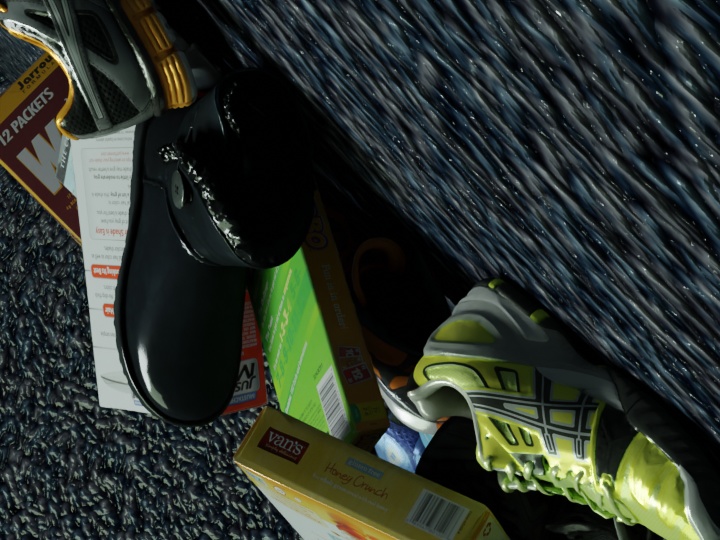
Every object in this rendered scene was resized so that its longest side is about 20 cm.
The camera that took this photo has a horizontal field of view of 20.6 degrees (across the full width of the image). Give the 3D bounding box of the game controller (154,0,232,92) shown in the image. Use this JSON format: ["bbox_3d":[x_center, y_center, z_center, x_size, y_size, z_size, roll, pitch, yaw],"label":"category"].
[{"bbox_3d":[-0.150,-0.177,1.145,0.200,0.042,0.104,44,-171,19],"label":"game controller"}]

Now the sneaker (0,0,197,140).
[{"bbox_3d":[-0.164,-0.159,1.035,0.201,0.077,0.078,59,178,5],"label":"sneaker"}]

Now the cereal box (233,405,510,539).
[{"bbox_3d":[0.030,0.154,1.057,0.143,0.040,0.200,21,159,31],"label":"cereal box"}]

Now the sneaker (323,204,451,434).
[{"bbox_3d":[0.000,0.000,1.169,0.200,0.077,0.112,41,162,29],"label":"sneaker"}]

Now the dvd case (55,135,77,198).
[{"bbox_3d":[-0.134,-0.076,1.311,0.200,0.022,0.147,42,129,38],"label":"dvd case"}]

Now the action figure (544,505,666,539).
[{"bbox_3d":[0.160,0.181,1.038,0.118,0.103,0.200,4,162,19],"label":"action figure"}]

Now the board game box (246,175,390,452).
[{"bbox_3d":[-0.035,0.018,1.124,0.096,0.030,0.201,123,133,-56],"label":"board game box"}]

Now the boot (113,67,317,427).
[{"bbox_3d":[-0.082,-0.007,1.098,0.076,0.202,0.168,0,-179,-20],"label":"boot"}]

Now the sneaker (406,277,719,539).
[{"bbox_3d":[0.102,0.085,0.943,0.200,0.076,0.075,38,170,43],"label":"sneaker"}]

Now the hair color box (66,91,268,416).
[{"bbox_3d":[-0.122,-0.012,1.246,0.111,0.064,0.202,3,100,50],"label":"hair color box"}]

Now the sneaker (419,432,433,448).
[{"bbox_3d":[0.104,0.127,1.241,0.200,0.079,0.131,54,175,15],"label":"sneaker"}]

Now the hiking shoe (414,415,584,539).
[{"bbox_3d":[0.089,0.111,1.082,0.075,0.101,0.200,18,157,26],"label":"hiking shoe"}]

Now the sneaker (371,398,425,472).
[{"bbox_3d":[0.044,0.133,1.592,0.089,0.079,0.200,28,173,8],"label":"sneaker"}]

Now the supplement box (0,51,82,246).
[{"bbox_3d":[-0.155,-0.056,1.505,0.197,0.133,0.200,42,174,29],"label":"supplement box"}]
